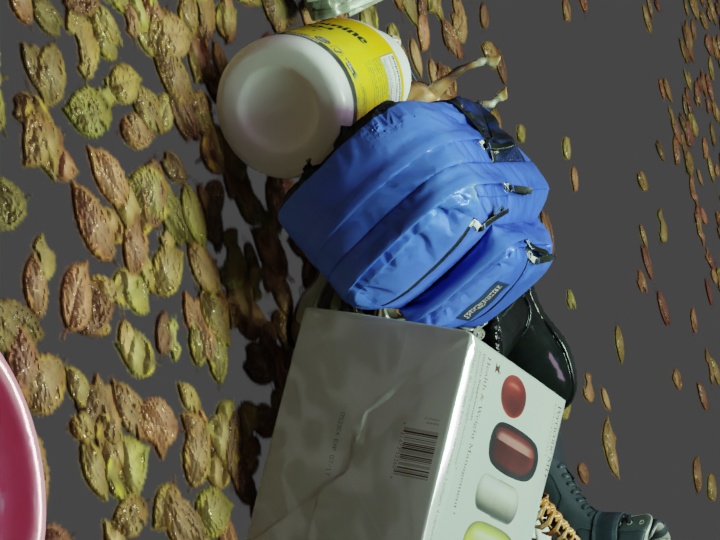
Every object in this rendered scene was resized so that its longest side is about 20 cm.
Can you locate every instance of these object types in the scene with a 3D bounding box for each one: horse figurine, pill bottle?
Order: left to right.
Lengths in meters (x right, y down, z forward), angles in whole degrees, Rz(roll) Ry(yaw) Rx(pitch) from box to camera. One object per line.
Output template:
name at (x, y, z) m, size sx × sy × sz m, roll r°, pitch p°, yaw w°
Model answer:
pill bottle at (-0.030, -0.146, 1.590) m, size 0.200 × 0.112 × 0.113 m, roll -33°, pitch 110°, yaw -67°
horse figurine at (0.066, -0.113, 1.709) m, size 0.050 × 0.132 × 0.200 m, roll -79°, pitch 161°, yaw -64°

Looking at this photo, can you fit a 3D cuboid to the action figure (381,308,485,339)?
action figure at (0.070, 0.035, 1.744) m, size 0.119 × 0.102 × 0.200 m, roll -27°, pitch 126°, yaw -55°

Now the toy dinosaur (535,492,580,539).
toy dinosaur at (0.089, 0.190, 1.660) m, size 0.200 × 0.136 × 0.102 m, roll 40°, pitch 36°, yaw 15°

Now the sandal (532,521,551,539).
sandal at (0.140, 0.225, 1.879) m, size 0.050 × 0.082 × 0.203 m, roll -30°, pitch 115°, yaw -21°

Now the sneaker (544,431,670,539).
sneaker at (0.241, 0.242, 1.995) m, size 0.077 × 0.146 × 0.202 m, roll 44°, pitch 39°, yaw -51°

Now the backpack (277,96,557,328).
backpack at (0.051, -0.043, 1.485) m, size 0.168 × 0.163 × 0.200 m, roll 48°, pitch 17°, yaw 19°

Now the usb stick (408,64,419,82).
usb stick at (0.063, -0.103, 1.759) m, size 0.200 × 0.055 × 0.033 m, roll 57°, pitch 12°, yaw -19°

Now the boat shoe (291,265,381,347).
boat shoe at (0.002, 0.005, 1.638) m, size 0.202 × 0.075 × 0.075 m, roll -77°, pitch 147°, yaw -46°

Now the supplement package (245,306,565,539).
supplement package at (0.039, 0.152, 1.493) m, size 0.200 × 0.147 × 0.191 m, roll 34°, pitch 68°, yaw -59°

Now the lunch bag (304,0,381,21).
lunch bag at (-0.009, -0.320, 1.727) m, size 0.200 × 0.117 × 0.164 m, roll -42°, pitch 118°, yaw -58°

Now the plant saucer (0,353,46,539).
plant saucer at (-0.242, 0.113, 1.040) m, size 0.200 × 0.051 × 0.201 m, roll -11°, pitch 90°, yaw -67°

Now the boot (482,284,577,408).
boot at (0.144, 0.069, 1.945) m, size 0.198 × 0.073 × 0.162 m, roll 68°, pitch 21°, yaw -6°
